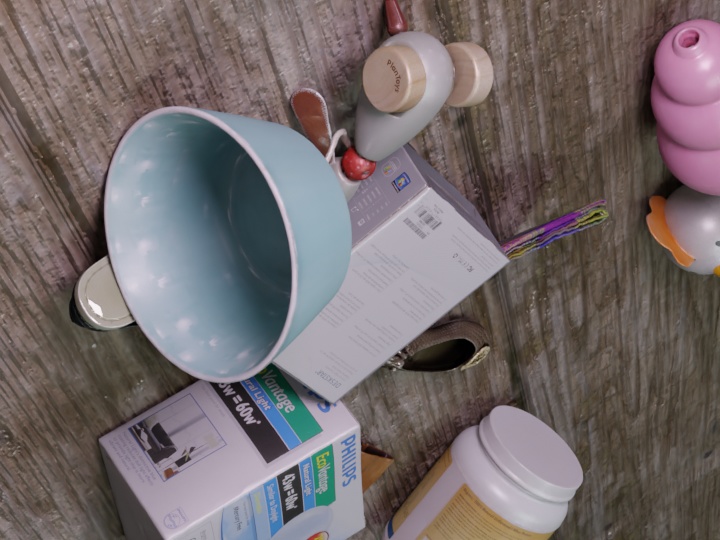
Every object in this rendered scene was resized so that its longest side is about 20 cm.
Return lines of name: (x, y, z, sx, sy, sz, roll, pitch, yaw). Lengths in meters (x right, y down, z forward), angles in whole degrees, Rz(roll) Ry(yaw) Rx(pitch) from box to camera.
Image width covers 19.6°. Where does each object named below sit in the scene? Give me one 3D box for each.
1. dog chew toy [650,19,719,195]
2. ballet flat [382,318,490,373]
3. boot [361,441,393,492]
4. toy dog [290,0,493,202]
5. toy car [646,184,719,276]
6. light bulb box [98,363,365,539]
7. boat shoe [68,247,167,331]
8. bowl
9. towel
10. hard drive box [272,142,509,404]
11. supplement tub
dog chew toy: (0.319, -0.155, 1.900, 0.124, 0.125, 0.200, -39, 144, -1)
ballet flat: (0.067, 0.078, 1.999, 0.067, 0.046, 0.200, -49, 151, 19)
boot: (-0.044, 0.255, 2.132, 0.200, 0.068, 0.188, -49, 144, 2)
toy dog: (0.003, -0.131, 1.602, 0.199, 0.097, 0.132, -33, 158, 20)
toy car: (0.375, -0.029, 2.110, 0.199, 0.178, 0.185, -6, 151, -27)
light bulb box: (-0.109, 0.190, 1.865, 0.199, 0.125, 0.199, -30, 150, -16)
boat shoe: (-0.141, -0.004, 1.611, 0.199, 0.075, 0.066, -34, -179, -31)
bowl: (-0.083, -0.029, 1.510, 0.105, 0.201, 0.201, -20, 147, -44)
towel: (0.121, -0.011, 1.879, 0.143, 0.023, 0.200, -24, 180, 44)
hard drive box: (0.000, 0.000, 1.728, 0.200, 0.077, 0.156, -39, 143, 9)
supplement tub: (0.131, 0.258, 2.232, 0.144, 0.145, 0.200, 3, 131, -52)
